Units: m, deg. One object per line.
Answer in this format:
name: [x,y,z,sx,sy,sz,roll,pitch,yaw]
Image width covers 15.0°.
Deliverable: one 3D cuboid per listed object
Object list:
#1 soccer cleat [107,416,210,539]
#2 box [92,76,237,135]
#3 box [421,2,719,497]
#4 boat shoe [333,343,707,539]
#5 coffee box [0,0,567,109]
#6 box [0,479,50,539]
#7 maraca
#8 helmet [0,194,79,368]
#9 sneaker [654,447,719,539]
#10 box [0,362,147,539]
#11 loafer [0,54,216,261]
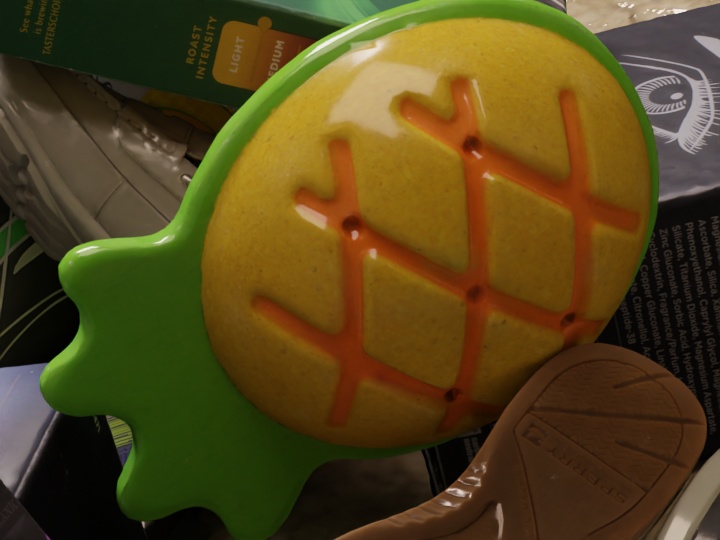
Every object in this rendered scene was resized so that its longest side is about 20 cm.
soccer cleat: [-0.066,0.042,0.976,0.083,0.065,0.200,20,43,22]
box: [-0.085,-0.096,1.036,0.200,0.048,0.117,47,21,17]
box: [0.107,-0.013,0.961,0.199,0.105,0.148,-12,28,3]
boat shoe: [0.024,0.100,0.769,0.072,0.072,0.200,35,51,14]
coffee box: [-0.028,-0.096,0.935,0.199,0.044,0.123,13,29,-4]
box: [-0.091,0.138,0.676,0.036,0.200,0.143,-33,12,31]
maraca: [0.000,0.000,0.821,0.199,0.137,0.107,-33,24,-3]
helmet: [-0.189,-0.010,1.026,0.199,0.201,0.190,3,15,29]
sneaker: [0.160,0.084,0.793,0.106,0.075,0.200,17,45,34]
box: [-0.182,0.134,0.811,0.197,0.124,0.200,-7,28,16]
loafer: [-0.071,-0.024,0.929,0.070,0.200,0.070,-37,-10,-19]
